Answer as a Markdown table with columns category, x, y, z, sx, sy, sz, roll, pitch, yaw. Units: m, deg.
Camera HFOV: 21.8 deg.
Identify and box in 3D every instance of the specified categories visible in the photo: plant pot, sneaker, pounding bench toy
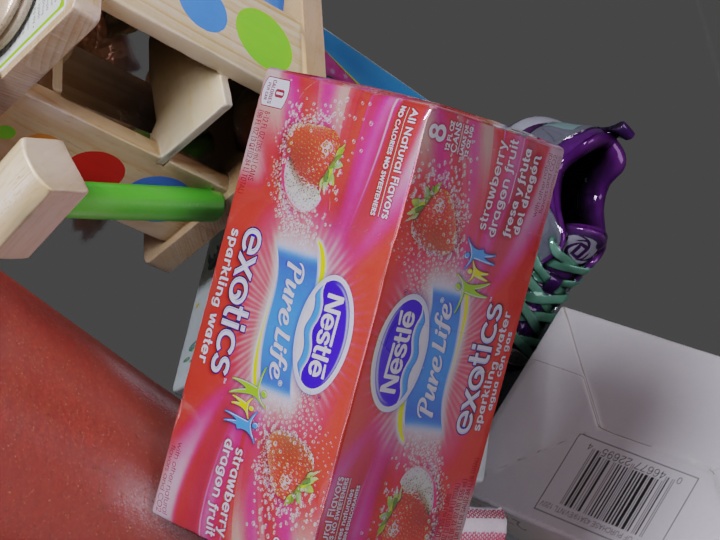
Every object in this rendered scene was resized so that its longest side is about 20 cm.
| category | x | y | z | sx | sy | sz | roll | pitch | yaw |
| --- | --- | --- | --- | --- | --- | --- | --- | --- | --- |
| plant pot | -0.179 | 0.086 | 0.818 | 0.195 | 0.200 | 0.202 | 33 | 74 | -34 |
| sneaker | 0.088 | 0.006 | 1.025 | 0.074 | 0.087 | 0.201 | 23 | 79 | -28 |
| pounding bench toy | -0.099 | -0.068 | 0.836 | 0.155 | 0.124 | 0.201 | 26 | 44 | -34 |

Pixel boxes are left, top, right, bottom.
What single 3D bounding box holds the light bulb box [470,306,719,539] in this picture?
| category | x | y | z | sx | sy | sz | roll | pitch | yaw |
| --- | --- | --- | --- | --- | --- | --- | --- | --- | --- |
| light bulb box | 0.189 | 0.144 | 0.993 | 0.125 | 0.197 | 0.200 | -55 | 136 | -18 |

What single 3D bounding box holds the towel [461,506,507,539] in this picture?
| category | x | y | z | sx | sy | sz | roll | pitch | yaw |
| --- | --- | --- | --- | --- | --- | --- | --- | --- | --- |
| towel | -0.001 | 0.214 | 0.914 | 0.145 | 0.030 | 0.202 | 3 | 92 | -26 |

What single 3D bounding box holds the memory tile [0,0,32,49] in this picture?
| category | x | y | z | sx | sy | sz | roll | pitch | yaw |
| --- | --- | --- | --- | --- | --- | --- | --- | --- | --- |
| memory tile | -0.181 | -0.139 | 0.828 | 0.017 | 0.153 | 0.201 | 26 | 76 | -38 |

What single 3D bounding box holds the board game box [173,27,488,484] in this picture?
| category | x | y | z | sx | sy | sz | roll | pitch | yaw |
| --- | --- | --- | --- | --- | --- | --- | --- | --- | --- |
| board game box | 0.000 | 0.000 | 0.944 | 0.147 | 0.064 | 0.201 | 31 | 49 | -28 |

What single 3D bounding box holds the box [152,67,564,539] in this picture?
| category | x | y | z | sx | sy | sz | roll | pitch | yaw |
| --- | --- | --- | --- | --- | --- | --- | --- | --- | --- |
| box | -0.001 | 0.026 | 0.789 | 0.095 | 0.099 | 0.202 | 12 | 94 | -48 |
